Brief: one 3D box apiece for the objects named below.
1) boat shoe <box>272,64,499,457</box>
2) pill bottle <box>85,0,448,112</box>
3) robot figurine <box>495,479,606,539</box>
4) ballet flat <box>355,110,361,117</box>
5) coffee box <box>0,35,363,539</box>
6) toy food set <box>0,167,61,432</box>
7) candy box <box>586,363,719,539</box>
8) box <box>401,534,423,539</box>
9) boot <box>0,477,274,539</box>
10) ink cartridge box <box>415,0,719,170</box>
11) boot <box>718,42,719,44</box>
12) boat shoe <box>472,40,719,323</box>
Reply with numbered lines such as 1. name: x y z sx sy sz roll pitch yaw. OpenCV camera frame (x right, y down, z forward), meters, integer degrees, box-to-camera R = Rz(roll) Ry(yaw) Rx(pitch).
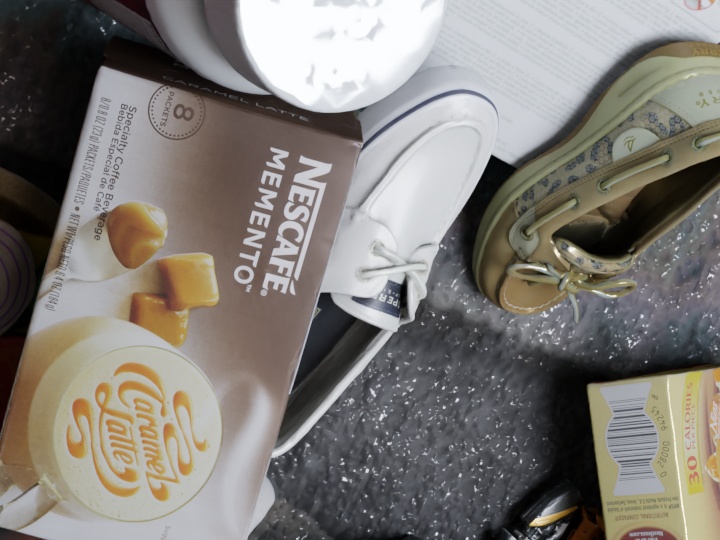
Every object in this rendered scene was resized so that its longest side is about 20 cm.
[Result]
1. boat shoe: 0.000 0.000 0.931 0.072 0.066 0.200 29 110 -38
2. pill bottle: -0.051 -0.135 0.836 0.109 0.200 0.110 -11 114 -25
3. robot figurine: 0.112 0.216 1.153 0.145 0.058 0.201 27 95 -34
4. ballet flat: -0.030 -0.058 0.970 0.200 0.068 0.076 48 61 -40
5. coffee box: -0.079 0.017 0.870 0.114 0.080 0.201 16 103 -6
6. toy food set: -0.200 0.040 0.914 0.199 0.049 0.199 14 102 -32
7. candy box: 0.184 0.152 1.105 0.115 0.055 0.201 -3 86 -51
8. box: 0.034 0.256 1.040 0.124 0.148 0.201 19 95 12
9. boot: -0.127 0.151 0.983 0.200 0.074 0.096 -45 118 -7
10. ink cartridge box: 0.092 -0.140 0.947 0.160 0.047 0.200 26 130 -34
11. boot: 0.099 -0.193 0.973 0.167 0.076 0.201 -14 112 -26
12. boat shoe: 0.118 -0.029 1.004 0.073 0.063 0.200 2 146 -28
